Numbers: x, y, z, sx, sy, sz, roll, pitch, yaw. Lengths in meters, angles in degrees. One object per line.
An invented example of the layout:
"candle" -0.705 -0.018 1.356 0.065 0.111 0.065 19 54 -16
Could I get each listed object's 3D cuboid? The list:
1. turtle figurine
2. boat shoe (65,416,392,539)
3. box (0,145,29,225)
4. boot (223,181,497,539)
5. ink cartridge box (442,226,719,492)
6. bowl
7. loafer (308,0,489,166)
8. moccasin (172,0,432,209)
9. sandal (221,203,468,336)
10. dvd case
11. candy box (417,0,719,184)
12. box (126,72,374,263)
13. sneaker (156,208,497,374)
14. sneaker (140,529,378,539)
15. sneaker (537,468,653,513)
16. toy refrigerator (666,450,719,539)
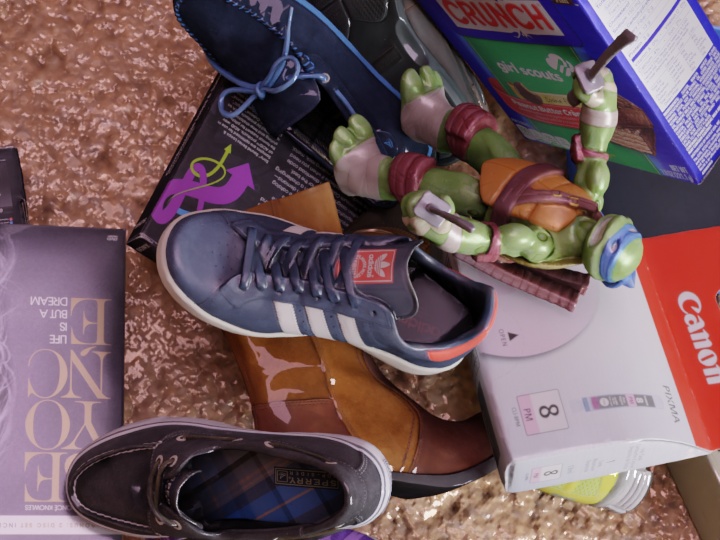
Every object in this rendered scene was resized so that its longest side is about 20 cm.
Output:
"turtle figurine" 0.075 -0.076 0.946 0.193 0.200 0.145 25 86 39
"boat shoe" -0.083 0.122 0.907 0.198 0.066 0.071 2 92 19
"box" -0.297 0.032 1.012 0.198 0.050 0.200 -8 73 -14
"boot" -0.001 0.046 0.998 0.187 0.068 0.202 -15 83 -28
"ink cartridge box" 0.163 0.038 1.003 0.198 0.057 0.164 -12 58 -4
"bowl" 0.240 -0.078 1.162 0.198 0.039 0.203 4 70 -10
"loafer" 0.022 -0.167 1.096 0.201 0.071 0.063 61 37 -9
"moccasin" -0.035 -0.115 1.032 0.199 0.080 0.069 34 54 -16
"sandal" 0.000 0.000 1.043 0.199 0.054 0.083 -13 91 -34
"dvd case" -0.216 0.068 0.983 0.147 0.016 0.202 2 72 -13
"candy box" 0.130 -0.156 1.026 0.077 0.169 0.200 -52 128 -13
"box" -0.049 -0.064 1.082 0.142 0.036 0.201 34 65 -18
"sneaker" -0.013 0.003 0.918 0.198 0.084 0.076 14 69 -22
"sneaker" -0.040 0.180 0.990 0.198 0.084 0.081 18 68 -5
"sneaker" 0.136 0.055 1.065 0.089 0.078 0.202 4 69 -22
"toy refrigerator" 0.259 0.141 1.070 0.075 0.070 0.202 -18 74 -16
